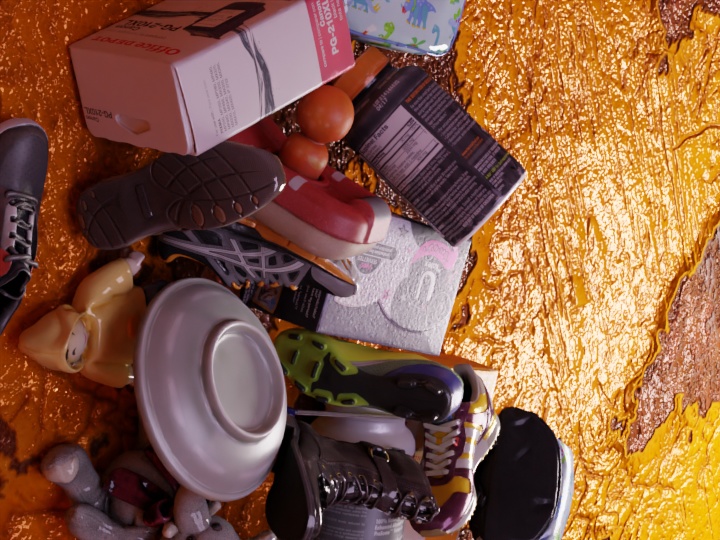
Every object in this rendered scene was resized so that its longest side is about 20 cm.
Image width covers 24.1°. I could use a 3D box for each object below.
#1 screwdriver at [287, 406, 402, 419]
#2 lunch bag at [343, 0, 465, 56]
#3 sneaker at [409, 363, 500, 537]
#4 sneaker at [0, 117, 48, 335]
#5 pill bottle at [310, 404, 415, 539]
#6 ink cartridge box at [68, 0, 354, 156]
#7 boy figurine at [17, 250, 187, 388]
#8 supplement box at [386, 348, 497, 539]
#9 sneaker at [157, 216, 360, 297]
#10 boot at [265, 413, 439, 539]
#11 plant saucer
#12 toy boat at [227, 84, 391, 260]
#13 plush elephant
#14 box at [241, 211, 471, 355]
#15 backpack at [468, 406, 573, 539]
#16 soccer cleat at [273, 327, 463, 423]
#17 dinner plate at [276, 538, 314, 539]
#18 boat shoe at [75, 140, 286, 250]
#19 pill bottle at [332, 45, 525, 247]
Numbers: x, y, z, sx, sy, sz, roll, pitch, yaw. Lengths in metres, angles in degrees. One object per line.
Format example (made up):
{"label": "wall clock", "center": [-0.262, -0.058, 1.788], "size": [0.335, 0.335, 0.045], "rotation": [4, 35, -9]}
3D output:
{"label": "screwdriver", "center": [-0.050, 0.145, 1.672], "size": [0.198, 0.028, 0.029], "rotation": [9, 105, -16]}
{"label": "lunch bag", "center": [0.026, -0.299, 1.637], "size": [0.199, 0.082, 0.162], "rotation": [5, 100, -50]}
{"label": "sneaker", "center": [0.087, 0.185, 1.752], "size": [0.201, 0.074, 0.091], "rotation": [-66, 142, -49]}
{"label": "sneaker", "center": [-0.284, -0.022, 1.374], "size": [0.077, 0.082, 0.202], "rotation": [16, 91, -50]}
{"label": "pill bottle", "center": [-0.004, 0.214, 1.756], "size": [0.115, 0.115, 0.202], "rotation": [-5, 107, -48]}
{"label": "ink cartridge box", "center": [-0.127, -0.182, 1.450], "size": [0.200, 0.144, 0.085], "rotation": [-34, 124, -37]}
{"label": "boy figurine", "center": [-0.214, 0.045, 1.496], "size": [0.199, 0.064, 0.125], "rotation": [-6, 109, -52]}
{"label": "supplement box", "center": [0.069, 0.195, 1.867], "size": [0.126, 0.073, 0.202], "rotation": [7, 98, -49]}
{"label": "sneaker", "center": [-0.095, -0.016, 1.550], "size": [0.078, 0.199, 0.078], "rotation": [-75, -171, -78]}
{"label": "boot", "center": [-0.003, 0.204, 1.590], "size": [0.173, 0.200, 0.070], "rotation": [19, 113, -19]}
{"label": "plant saucer", "center": [-0.117, 0.100, 1.488], "size": [0.200, 0.050, 0.202], "rotation": [30, 52, -48]}
{"label": "toy boat", "center": [-0.051, -0.107, 1.518], "size": [0.131, 0.199, 0.130], "rotation": [-61, 166, 15]}
{"label": "plush elephant", "center": [-0.172, 0.222, 1.532], "size": [0.164, 0.154, 0.201], "rotation": [-30, 124, -39]}
{"label": "box", "center": [0.000, 0.000, 1.686], "size": [0.199, 0.114, 0.133], "rotation": [14, 93, -51]}
{"label": "backpack", "center": [0.184, 0.262, 1.951], "size": [0.153, 0.200, 0.164], "rotation": [13, 70, -8]}
{"label": "soccer cleat", "center": [0.008, 0.103, 1.684], "size": [0.084, 0.199, 0.065], "rotation": [-29, 132, -66]}
{"label": "dinner plate", "center": [-0.078, 0.300, 1.670], "size": [0.200, 0.199, 0.024], "rotation": [37, 41, -48]}
{"label": "boat shoe", "center": [-0.148, -0.069, 1.444], "size": [0.072, 0.199, 0.076], "rotation": [-22, 101, -64]}
{"label": "pill bottle", "center": [0.058, -0.127, 1.655], "size": [0.200, 0.106, 0.106], "rotation": [44, 62, -1]}
